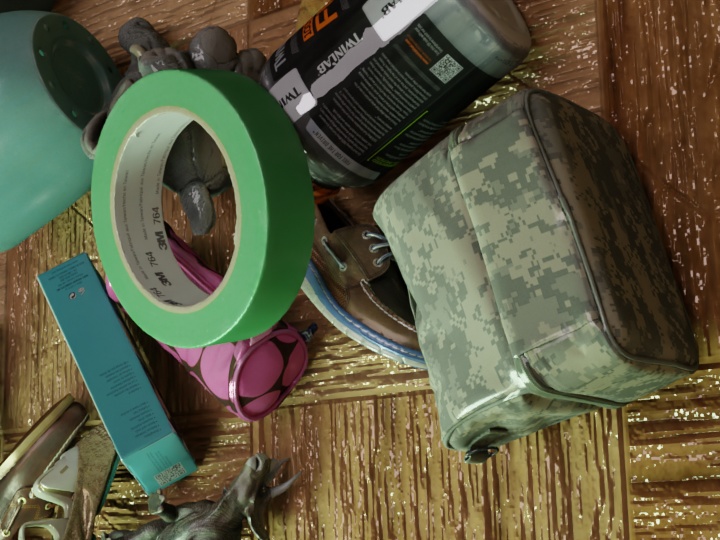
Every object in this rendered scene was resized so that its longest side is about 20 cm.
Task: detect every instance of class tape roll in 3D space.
[{"bbox_3d":[-0.119,-0.045,0.943,0.200,0.048,0.201,7,100,43],"label":"tape roll"}]

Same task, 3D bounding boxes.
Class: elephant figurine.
[{"bbox_3d":[-0.166,-0.130,1.101,0.200,0.155,0.142,3,127,49],"label":"elephant figurine"}]

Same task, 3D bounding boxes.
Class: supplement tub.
[{"bbox_3d":[0.013,-0.144,0.937,0.200,0.122,0.123,-38,60,23],"label":"supplement tub"}]

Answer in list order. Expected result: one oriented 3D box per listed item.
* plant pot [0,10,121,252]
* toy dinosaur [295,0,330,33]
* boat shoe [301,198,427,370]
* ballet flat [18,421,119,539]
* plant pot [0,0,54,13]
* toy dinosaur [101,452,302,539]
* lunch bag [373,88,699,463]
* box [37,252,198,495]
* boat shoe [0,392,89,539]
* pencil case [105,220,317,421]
[{"bbox_3d":[-0.306,-0.138,1.161,0.161,0.200,0.201,-24,67,24],"label":"plant pot"},{"bbox_3d":[-0.028,-0.215,1.030,0.106,0.060,0.201,1,82,40],"label":"toy dinosaur"},{"bbox_3d":[0.000,0.000,0.961,0.200,0.072,0.073,39,105,37],"label":"boat shoe"},{"bbox_3d":[-0.249,0.207,1.089,0.071,0.065,0.201,-45,32,49],"label":"ballet flat"},{"bbox_3d":[-0.383,-0.289,1.281,0.200,0.135,0.201,-8,77,37],"label":"plant pot"},{"bbox_3d":[-0.138,0.215,1.027,0.200,0.102,0.077,-40,52,37],"label":"toy dinosaur"},{"bbox_3d":[0.099,0.005,0.836,0.167,0.139,0.201,-30,64,31],"label":"lunch bag"},{"bbox_3d":[-0.207,0.086,1.100,0.049,0.082,0.200,-28,60,-8],"label":"box"},{"bbox_3d":[-0.307,0.200,1.181,0.070,0.070,0.200,42,104,-3],"label":"boat shoe"},{"bbox_3d":[-0.128,0.032,1.047,0.091,0.094,0.200,-42,52,-20],"label":"pencil case"}]
